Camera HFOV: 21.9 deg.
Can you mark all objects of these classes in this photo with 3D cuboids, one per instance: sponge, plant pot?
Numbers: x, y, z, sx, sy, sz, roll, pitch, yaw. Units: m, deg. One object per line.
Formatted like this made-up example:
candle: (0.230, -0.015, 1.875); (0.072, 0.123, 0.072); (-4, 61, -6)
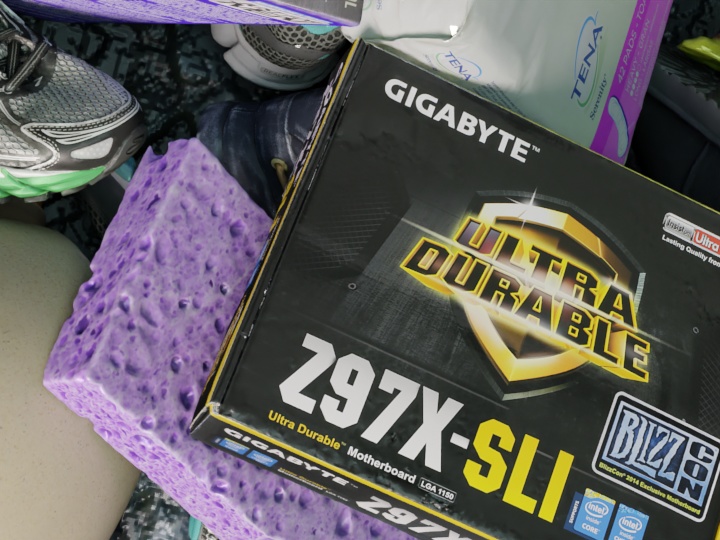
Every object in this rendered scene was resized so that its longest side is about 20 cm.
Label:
sponge: (-0.035, 0.054, 0.740); (0.200, 0.030, 0.112); (48, 49, -35)
plant pot: (-0.159, 0.055, 0.734); (0.134, 0.200, 0.201); (-28, 98, -21)

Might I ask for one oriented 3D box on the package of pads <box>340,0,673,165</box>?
package of pads: (0.076, -0.148, 0.776); (0.154, 0.068, 0.201); (37, 65, -50)

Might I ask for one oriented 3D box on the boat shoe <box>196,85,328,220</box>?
boat shoe: (0.000, 0.000, 0.827); (0.071, 0.091, 0.201); (-64, 143, -44)

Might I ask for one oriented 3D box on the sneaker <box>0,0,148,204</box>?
sneaker: (-0.174, -0.094, 0.736); (0.199, 0.078, 0.085); (26, 128, 8)

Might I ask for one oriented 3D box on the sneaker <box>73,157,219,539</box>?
sneaker: (-0.083, 0.040, 0.811); (0.091, 0.078, 0.200); (-32, 94, -1)

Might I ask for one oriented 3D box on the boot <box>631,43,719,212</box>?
boot: (0.120, 0.006, 0.850); (0.065, 0.165, 0.201); (13, 111, -25)

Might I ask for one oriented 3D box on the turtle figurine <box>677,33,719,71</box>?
turtle figurine: (0.198, -0.162, 0.816); (0.064, 0.200, 0.162); (25, 89, -28)

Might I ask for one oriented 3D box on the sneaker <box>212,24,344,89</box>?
sneaker: (-0.012, -0.178, 0.780); (0.077, 0.091, 0.201); (4, 91, -15)

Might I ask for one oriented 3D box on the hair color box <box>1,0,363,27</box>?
hair color box: (-0.080, -0.156, 0.737); (0.065, 0.199, 0.110); (8, 90, -46)

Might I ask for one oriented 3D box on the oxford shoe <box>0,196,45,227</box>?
oxford shoe: (-0.230, -0.050, 0.782); (0.199, 0.071, 0.072); (9, 63, -15)

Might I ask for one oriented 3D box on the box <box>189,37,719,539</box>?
box: (0.055, 0.026, 0.705); (0.199, 0.049, 0.160); (25, 70, -8)
